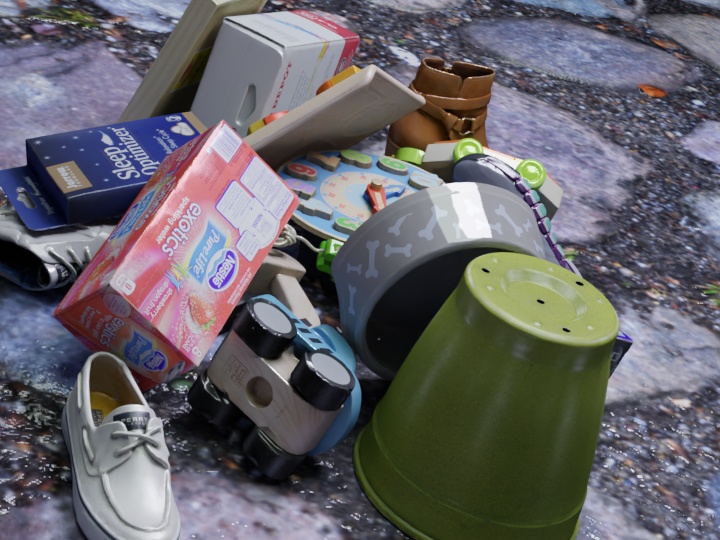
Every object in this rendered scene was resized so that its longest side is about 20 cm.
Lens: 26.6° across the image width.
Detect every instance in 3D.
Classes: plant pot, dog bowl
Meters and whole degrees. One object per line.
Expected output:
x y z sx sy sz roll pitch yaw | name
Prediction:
0.116 0.099 1.225 0.199 0.194 0.201 15 28 -8 | plant pot
0.071 0.019 1.291 0.198 0.201 0.059 3 43 -28 | dog bowl

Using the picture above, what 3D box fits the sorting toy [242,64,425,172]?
-0.040 -0.150 1.545 0.037 0.184 0.200 64 15 9 | sorting toy

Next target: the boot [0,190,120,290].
-0.242 -0.005 1.329 0.198 0.074 0.096 17 32 13 | boot

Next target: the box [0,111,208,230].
-0.219 -0.091 1.369 0.198 0.033 0.121 -14 36 -25 | box

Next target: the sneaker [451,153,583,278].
0.153 -0.025 1.532 0.201 0.074 0.088 52 38 -5 | sneaker

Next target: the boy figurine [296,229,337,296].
0.016 -0.039 1.549 0.124 0.065 0.200 31 29 22 | boy figurine

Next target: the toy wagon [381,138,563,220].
0.116 -0.097 1.638 0.198 0.155 0.040 19 70 1 | toy wagon

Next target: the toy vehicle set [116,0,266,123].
-0.177 -0.223 1.610 0.026 0.200 0.124 42 30 8 | toy vehicle set

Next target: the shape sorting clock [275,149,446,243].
0.012 -0.071 1.499 0.198 0.040 0.201 13 30 -8 | shape sorting clock

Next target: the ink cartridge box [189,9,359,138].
-0.095 -0.198 1.644 0.082 0.147 0.200 29 20 15 | ink cartridge box

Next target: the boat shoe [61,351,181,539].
-0.172 0.132 1.111 0.070 0.070 0.200 6 30 -24 | boat shoe

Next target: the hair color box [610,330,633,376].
0.140 0.052 1.404 0.200 0.110 0.065 39 14 33 | hair color box

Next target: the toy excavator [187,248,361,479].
-0.062 0.065 1.274 0.194 0.100 0.200 41 21 17 | toy excavator

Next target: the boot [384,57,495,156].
0.127 -0.161 1.740 0.198 0.156 0.074 1 32 -31 | boot

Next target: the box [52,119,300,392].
-0.147 -0.012 1.252 0.103 0.094 0.201 44 50 -19 | box

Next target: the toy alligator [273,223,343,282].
0.000 0.000 1.392 0.198 0.054 0.060 16 60 -13 | toy alligator

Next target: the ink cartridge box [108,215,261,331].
-0.167 -0.017 1.422 0.199 0.037 0.094 36 31 24 | ink cartridge box
